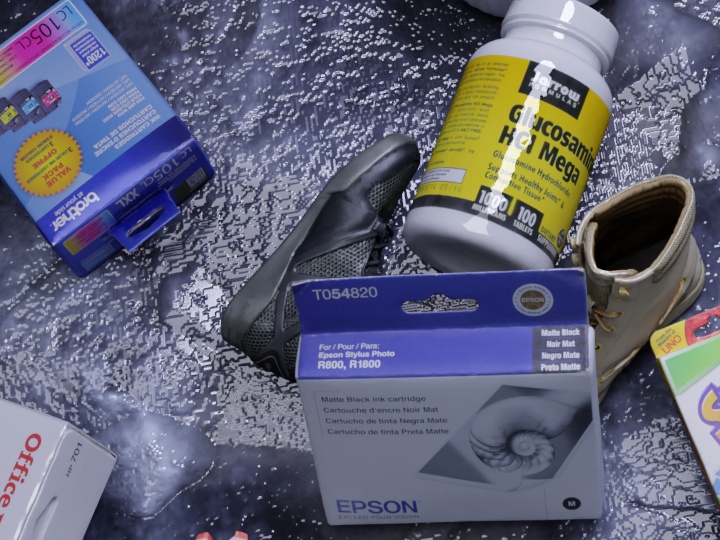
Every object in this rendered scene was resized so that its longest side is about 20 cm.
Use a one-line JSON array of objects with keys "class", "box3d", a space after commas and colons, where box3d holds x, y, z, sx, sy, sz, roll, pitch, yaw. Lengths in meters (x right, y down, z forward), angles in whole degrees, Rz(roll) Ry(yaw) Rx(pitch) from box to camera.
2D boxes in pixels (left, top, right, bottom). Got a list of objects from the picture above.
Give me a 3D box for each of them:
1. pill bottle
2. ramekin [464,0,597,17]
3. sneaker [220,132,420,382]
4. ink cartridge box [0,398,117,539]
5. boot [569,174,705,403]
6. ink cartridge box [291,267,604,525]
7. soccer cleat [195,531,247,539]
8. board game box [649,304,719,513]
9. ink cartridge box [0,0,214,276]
[{"class": "pill bottle", "box3d": [0.114, -0.093, 1.383, 0.112, 0.112, 0.200, 17, 75, 16]}, {"class": "ramekin", "box3d": [0.130, -0.283, 1.447, 0.200, 0.105, 0.201, -4, 65, 9]}, {"class": "sneaker", "box3d": [0.000, 0.000, 1.393, 0.114, 0.076, 0.200, 36, 83, 18]}, {"class": "ink cartridge box", "box3d": [-0.296, 0.158, 1.365, 0.200, 0.086, 0.147, 16, 74, 25]}, {"class": "boot", "box3d": [0.155, 0.030, 1.308, 0.200, 0.155, 0.073, -41, 69, -6]}, {"class": "ink cartridge box", "box3d": [0.060, 0.090, 1.288, 0.199, 0.200, 0.041, -3, 39, 10]}, {"class": "soccer cleat", "box3d": [-0.130, 0.233, 1.307, 0.200, 0.069, 0.078, -19, 45, 32]}, {"class": "board game box", "box3d": [0.276, 0.118, 1.302, 0.095, 0.030, 0.200, -22, 80, 1]}, {"class": "ink cartridge box", "box3d": [-0.207, -0.093, 1.463, 0.136, 0.076, 0.200, -38, 70, -5]}]
